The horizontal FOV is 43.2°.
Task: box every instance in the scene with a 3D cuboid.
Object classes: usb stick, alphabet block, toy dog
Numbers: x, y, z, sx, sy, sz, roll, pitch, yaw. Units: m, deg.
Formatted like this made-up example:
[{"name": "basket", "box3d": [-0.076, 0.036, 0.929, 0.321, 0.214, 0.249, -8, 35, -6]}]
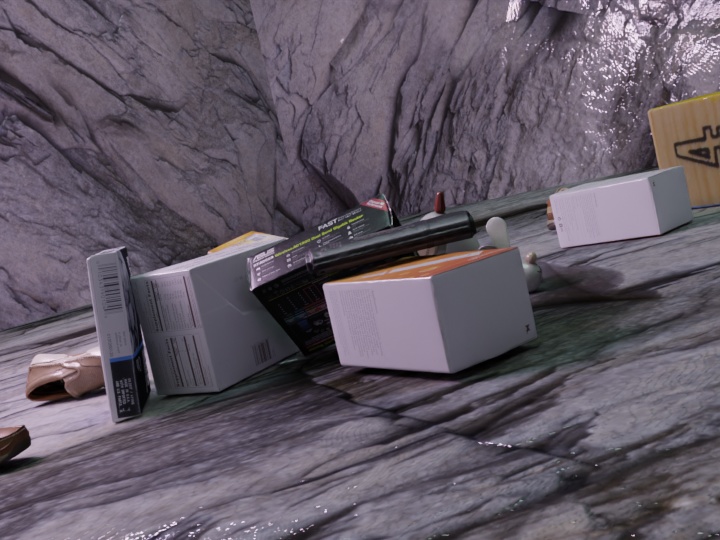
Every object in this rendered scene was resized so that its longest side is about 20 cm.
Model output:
[{"name": "usb stick", "box3d": [0.035, -0.031, 1.036, 0.198, 0.033, 0.055, -14, 13, 1]}, {"name": "alphabet block", "box3d": [0.692, -0.238, 1.720, 0.194, 0.203, 0.195, -17, 7, -36]}, {"name": "toy dog", "box3d": [0.159, -0.046, 1.266, 0.197, 0.097, 0.132, 11, 26, -8]}]

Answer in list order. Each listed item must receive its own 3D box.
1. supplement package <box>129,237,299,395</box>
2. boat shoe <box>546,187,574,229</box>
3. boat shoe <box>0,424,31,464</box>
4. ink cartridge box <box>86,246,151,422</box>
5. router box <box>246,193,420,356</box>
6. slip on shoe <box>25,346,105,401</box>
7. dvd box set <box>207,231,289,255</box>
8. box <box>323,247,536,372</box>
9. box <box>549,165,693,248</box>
[{"name": "supplement package", "box3d": [-0.180, 0.058, 1.197, 0.110, 0.158, 0.199, -7, 9, 33]}, {"name": "boat shoe", "box3d": [0.443, -0.139, 1.913, 0.075, 0.075, 0.200, -10, 7, 29]}, {"name": "boat shoe", "box3d": [-0.463, 0.193, 0.993, 0.198, 0.075, 0.076, -13, 6, 6]}, {"name": "ink cartridge box", "box3d": [-0.305, 0.072, 1.161, 0.043, 0.201, 0.200, -9, 6, -10]}, {"name": "router box", "box3d": [-0.022, 0.010, 1.145, 0.198, 0.150, 0.063, -24, 43, 11]}, {"name": "slip on shoe", "box3d": [-0.400, 0.154, 1.310, 0.198, 0.076, 0.061, -3, 49, 21]}, {"name": "dvd box set", "box3d": [-0.142, -0.021, 1.571, 0.198, 0.030, 0.146, 11, 21, 23]}, {"name": "box", "box3d": [0.070, 0.042, 0.978, 0.123, 0.099, 0.199, -17, 7, -34]}, {"name": "box", "box3d": [0.451, -0.109, 1.580, 0.124, 0.099, 0.199, -18, 7, -41]}]
